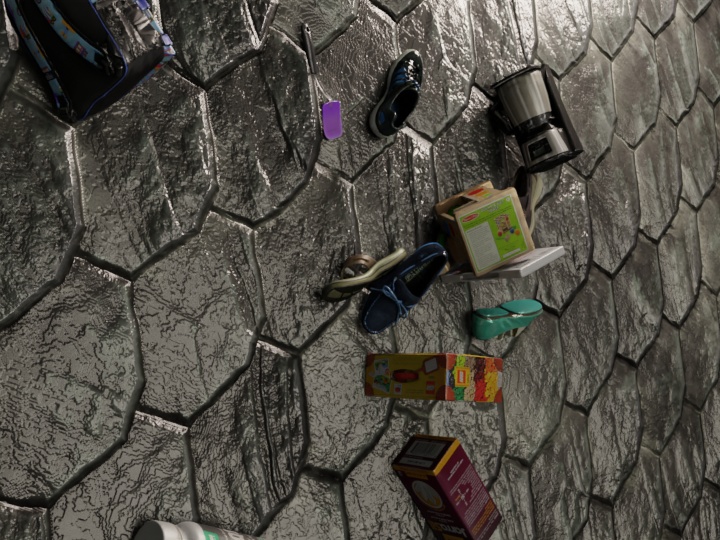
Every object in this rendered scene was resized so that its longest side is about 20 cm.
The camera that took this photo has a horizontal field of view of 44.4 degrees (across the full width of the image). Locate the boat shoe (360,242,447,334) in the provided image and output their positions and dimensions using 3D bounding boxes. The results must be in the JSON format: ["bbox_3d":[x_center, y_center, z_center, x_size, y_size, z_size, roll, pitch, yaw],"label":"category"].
[{"bbox_3d":[0.073,0.029,1.548,0.084,0.069,0.201,37,91,-17],"label":"boat shoe"}]

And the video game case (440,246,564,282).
[{"bbox_3d":[0.270,-0.010,1.686,0.142,0.199,0.018,-25,103,-40],"label":"video game case"}]

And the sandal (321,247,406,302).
[{"bbox_3d":[0.000,0.000,1.539,0.200,0.080,0.058,-29,83,-43],"label":"sandal"}]

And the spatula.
[{"bbox_3d":[-0.071,-0.327,1.525,0.056,0.020,0.203,-29,104,-52],"label":"spatula"}]

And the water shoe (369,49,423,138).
[{"bbox_3d":[0.087,-0.327,1.628,0.071,0.078,0.202,39,62,-33],"label":"water shoe"}]

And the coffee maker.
[{"bbox_3d":[0.381,-0.315,1.831,0.191,0.134,0.202,-20,88,-36],"label":"coffee maker"}]

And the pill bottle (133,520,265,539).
[{"bbox_3d":[-0.225,0.426,1.267,0.199,0.112,0.115,26,70,-38],"label":"pill bottle"}]

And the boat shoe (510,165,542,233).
[{"bbox_3d":[0.327,-0.129,1.837,0.065,0.071,0.202,36,60,-28],"label":"boat shoe"}]

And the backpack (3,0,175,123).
[{"bbox_3d":[-0.368,-0.326,1.166,0.201,0.182,0.134,56,45,-9],"label":"backpack"}]

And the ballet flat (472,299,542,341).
[{"bbox_3d":[0.294,0.105,1.800,0.198,0.067,0.071,-8,116,-42],"label":"ballet flat"}]

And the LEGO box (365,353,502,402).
[{"bbox_3d":[0.128,0.187,1.543,0.148,0.199,0.078,9,80,-40],"label":"LEGO box"}]

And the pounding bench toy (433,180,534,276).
[{"bbox_3d":[0.197,-0.069,1.674,0.198,0.156,0.126,-25,105,-7],"label":"pounding bench toy"}]

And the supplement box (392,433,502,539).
[{"bbox_3d":[0.160,0.404,1.614,0.086,0.110,0.201,-44,115,-34],"label":"supplement box"}]
